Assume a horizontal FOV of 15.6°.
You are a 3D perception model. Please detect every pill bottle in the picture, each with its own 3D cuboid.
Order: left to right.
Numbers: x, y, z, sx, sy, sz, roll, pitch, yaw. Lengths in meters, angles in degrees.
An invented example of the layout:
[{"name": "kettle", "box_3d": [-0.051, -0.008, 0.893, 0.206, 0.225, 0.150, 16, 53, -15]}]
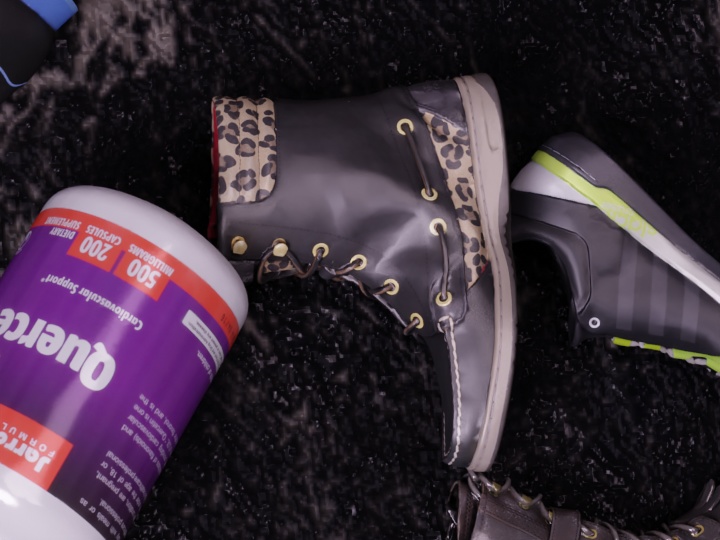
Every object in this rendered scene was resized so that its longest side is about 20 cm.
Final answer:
[{"name": "pill bottle", "box_3d": [-0.142, 0.068, 1.230, 0.112, 0.112, 0.201, 32, 69, -9]}]

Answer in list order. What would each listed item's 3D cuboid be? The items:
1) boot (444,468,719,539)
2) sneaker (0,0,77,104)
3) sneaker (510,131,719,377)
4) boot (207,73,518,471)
[{"name": "boot", "box_3d": [0.127, 0.139, 1.329, 0.173, 0.069, 0.201, 23, 69, -9]}, {"name": "sneaker", "box_3d": [-0.224, -0.150, 1.246, 0.200, 0.070, 0.078, 39, 85, -33]}, {"name": "sneaker", "box_3d": [0.145, 0.017, 1.374, 0.200, 0.072, 0.083, 44, 88, 0]}, {"name": "boot", "box_3d": [0.000, 0.000, 1.308, 0.149, 0.073, 0.202, 0, 82, -9]}]
